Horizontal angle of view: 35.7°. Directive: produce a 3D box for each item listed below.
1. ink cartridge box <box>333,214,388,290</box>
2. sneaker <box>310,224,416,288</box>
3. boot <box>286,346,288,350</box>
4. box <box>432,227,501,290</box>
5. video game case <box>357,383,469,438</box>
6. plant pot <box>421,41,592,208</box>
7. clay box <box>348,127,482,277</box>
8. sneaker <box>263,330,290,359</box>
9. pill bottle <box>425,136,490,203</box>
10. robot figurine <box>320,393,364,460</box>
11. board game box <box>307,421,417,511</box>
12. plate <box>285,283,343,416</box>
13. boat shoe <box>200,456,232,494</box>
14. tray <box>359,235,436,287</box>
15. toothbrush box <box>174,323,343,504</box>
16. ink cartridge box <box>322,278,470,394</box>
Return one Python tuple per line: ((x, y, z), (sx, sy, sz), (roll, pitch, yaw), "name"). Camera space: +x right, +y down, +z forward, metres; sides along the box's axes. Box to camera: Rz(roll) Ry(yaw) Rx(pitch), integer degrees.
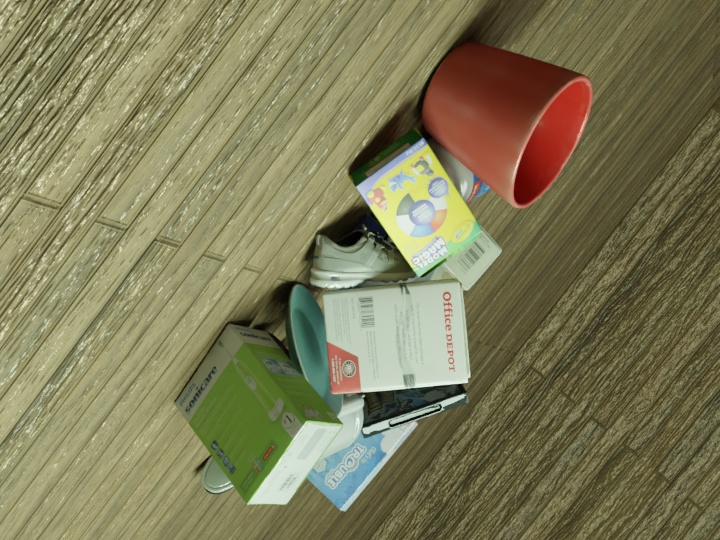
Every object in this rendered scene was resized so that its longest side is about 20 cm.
((0.000, 0.000, 1.746), (0.094, 0.044, 0.200), (-47, 162, -17), "ink cartridge box")
((0.020, -0.026, 1.603), (0.198, 0.074, 0.083), (-9, 105, -35), "sneaker")
((-0.124, 0.186, 1.779), (0.145, 0.072, 0.200), (-56, 159, 11), "boot")
((0.145, -0.027, 1.853), (0.095, 0.078, 0.200), (-47, -168, -9), "box")
((0.071, 0.196, 1.862), (0.179, 0.026, 0.200), (-18, -158, -3), "video game case")
((0.193, -0.213, 1.540), (0.200, 0.177, 0.201), (-44, 153, -29), "plant pot")
((0.085, -0.083, 1.546), (0.114, 0.048, 0.201), (-35, 118, 3), "clay box")
((-0.118, 0.188, 1.590), (0.080, 0.201, 0.070), (-37, 148, 15), "sneaker")
((0.135, -0.150, 1.664), (0.199, 0.112, 0.113), (-31, 154, -48), "pill bottle")
((-0.071, 0.234, 1.724), (0.169, 0.114, 0.199), (-25, 175, 35), "robot figurine")
((-0.038, 0.279, 1.960), (0.200, 0.199, 0.043), (-49, 163, -5), "board game box")
((-0.072, 0.119, 1.620), (0.025, 0.202, 0.200), (-16, 168, 12), "plate")
((-0.189, 0.312, 1.861), (0.200, 0.075, 0.061), (-36, 152, -36), "boat shoe")
((0.074, -0.025, 1.707), (0.107, 0.022, 0.201), (42, 69, -30), "tray")
((-0.140, 0.194, 1.508), (0.086, 0.200, 0.146), (15, 115, -53), "toothbrush box")
((0.052, 0.093, 1.601), (0.083, 0.198, 0.149), (-16, 102, -87), "ink cartridge box")
